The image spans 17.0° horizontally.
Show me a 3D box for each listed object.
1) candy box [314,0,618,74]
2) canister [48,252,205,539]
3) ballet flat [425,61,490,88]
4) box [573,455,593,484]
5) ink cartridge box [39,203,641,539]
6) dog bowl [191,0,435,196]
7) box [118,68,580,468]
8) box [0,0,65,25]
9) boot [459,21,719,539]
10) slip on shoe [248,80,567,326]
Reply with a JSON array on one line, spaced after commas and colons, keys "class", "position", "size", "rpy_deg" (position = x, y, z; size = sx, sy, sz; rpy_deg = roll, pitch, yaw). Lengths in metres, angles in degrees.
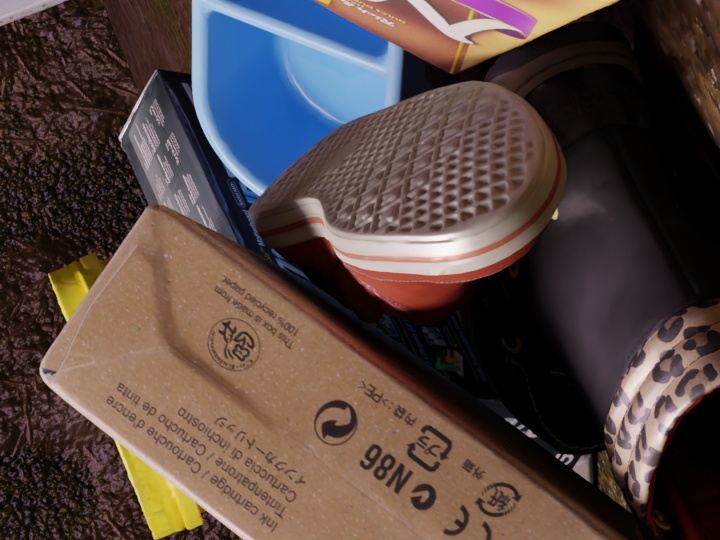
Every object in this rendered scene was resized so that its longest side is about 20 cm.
[{"class": "candy box", "position": [0.012, -0.115, 0.713], "size": [0.117, 0.057, 0.200], "rpy_deg": [27, 176, -8]}, {"class": "canister", "position": [-0.041, 0.034, 1.248], "size": [0.087, 0.200, 0.149], "rpy_deg": [-144, 33, -76]}, {"class": "ballet flat", "position": [0.006, -0.109, 1.056], "size": [0.200, 0.068, 0.067], "rpy_deg": [32, 141, 61]}, {"class": "box", "position": [0.066, 0.119, 1.199], "size": [0.200, 0.078, 0.095], "rpy_deg": [78, 167, -55]}, {"class": "ink cartridge box", "position": [0.012, 0.073, 0.820], "size": [0.200, 0.075, 0.165], "rpy_deg": [35, -179, 24]}, {"class": "dog bowl", "position": [-0.014, -0.102, 0.926], "size": [0.111, 0.050, 0.200], "rpy_deg": [23, 137, 19]}, {"class": "box", "position": [0.000, 0.000, 1.045], "size": [0.046, 0.159, 0.200], "rpy_deg": [-59, 41, 32]}, {"class": "box", "position": [-0.128, -0.226, 1.130], "size": [0.097, 0.200, 0.177], "rpy_deg": [-145, 33, -78]}, {"class": "boot", "position": [0.092, 0.034, 0.795], "size": [0.200, 0.073, 0.151], "rpy_deg": [87, 163, -49]}, {"class": "slip on shoe", "position": [0.021, -0.015, 0.766], "size": [0.061, 0.074, 0.200], "rpy_deg": [48, 166, -12]}]
